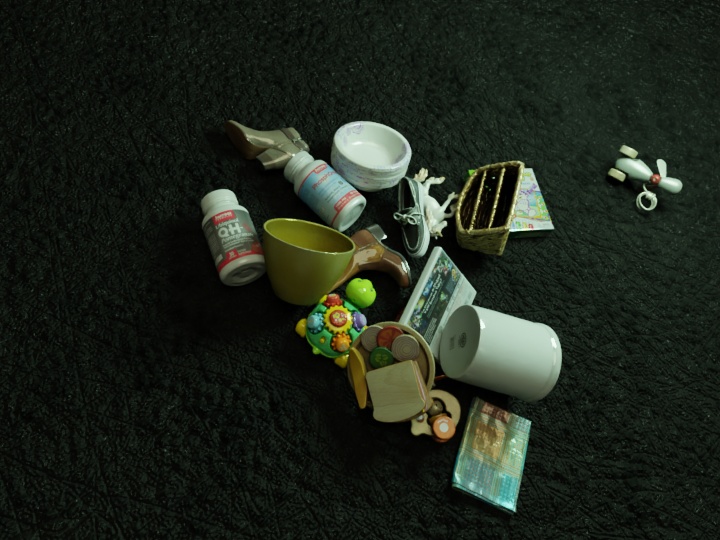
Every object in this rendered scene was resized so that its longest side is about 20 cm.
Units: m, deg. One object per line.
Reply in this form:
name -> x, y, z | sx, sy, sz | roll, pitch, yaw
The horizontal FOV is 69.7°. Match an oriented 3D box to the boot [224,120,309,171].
boot -> -0.234, -0.335, 1.330 | 0.146, 0.070, 0.200 | -34, 76, -31

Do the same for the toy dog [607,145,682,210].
toy dog -> 0.821, -0.278, 1.507 | 0.201, 0.132, 0.096 | 52, 27, 10

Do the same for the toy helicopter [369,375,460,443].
toy helicopter -> 0.112, 0.278, 1.089 | 0.198, 0.079, 0.134 | 10, 68, 7

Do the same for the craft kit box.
craft kit box -> 0.398, -0.182, 1.396 | 0.198, 0.049, 0.199 | -5, 62, -14

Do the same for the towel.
towel -> 0.280, 0.387, 1.097 | 0.145, 0.022, 0.201 | 24, 61, 0

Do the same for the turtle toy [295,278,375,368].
turtle toy -> -0.041, 0.103, 1.125 | 0.145, 0.101, 0.200 | 36, 62, 7

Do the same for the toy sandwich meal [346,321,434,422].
toy sandwich meal -> 0.057, 0.206, 1.037 | 0.203, 0.070, 0.208 | 0, 89, 15

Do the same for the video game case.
video game case -> 0.176, 0.081, 1.151 | 0.182, 0.023, 0.201 | 45, 64, -37

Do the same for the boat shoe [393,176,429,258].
boat shoe -> 0.123, -0.133, 1.268 | 0.068, 0.073, 0.202 | 15, 74, -51

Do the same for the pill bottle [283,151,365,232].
pill bottle -> -0.090, -0.195, 1.259 | 0.200, 0.109, 0.109 | 43, 63, 11

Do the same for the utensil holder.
utensil holder -> 0.292, 0.173, 1.098 | 0.198, 0.170, 0.172 | 18, 60, -19

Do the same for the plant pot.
plant pot -> -0.124, -0.011, 1.113 | 0.198, 0.143, 0.200 | 15, 19, -5

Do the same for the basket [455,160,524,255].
basket -> 0.307, -0.162, 1.264 | 0.141, 0.149, 0.202 | 15, 70, 14

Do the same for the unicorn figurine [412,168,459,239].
unicorn figurine -> 0.190, -0.165, 1.333 | 0.137, 0.074, 0.200 | -36, 61, -15

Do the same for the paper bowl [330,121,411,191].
paper bowl -> 0.022, -0.281, 1.315 | 0.198, 0.105, 0.202 | 7, 48, -8

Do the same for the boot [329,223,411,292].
boot -> 0.000, 0.000, 1.206 | 0.199, 0.069, 0.189 | -28, 77, -20

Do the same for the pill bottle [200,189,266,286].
pill bottle -> -0.289, -0.076, 1.156 | 0.110, 0.111, 0.201 | -18, 69, -20

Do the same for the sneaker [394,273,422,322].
sneaker -> 0.139, 0.108, 1.172 | 0.082, 0.078, 0.201 | 37, 74, -30
